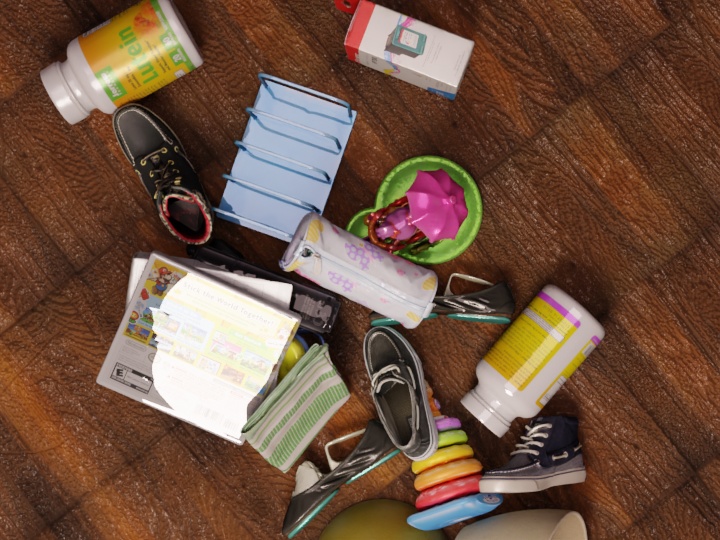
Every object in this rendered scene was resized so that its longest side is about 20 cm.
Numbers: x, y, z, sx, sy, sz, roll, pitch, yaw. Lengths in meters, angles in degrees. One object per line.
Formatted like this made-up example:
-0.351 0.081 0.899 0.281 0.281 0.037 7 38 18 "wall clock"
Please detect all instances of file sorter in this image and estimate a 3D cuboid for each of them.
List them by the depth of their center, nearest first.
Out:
-0.104 -0.146 1.555 0.138 0.123 0.201 19 91 2 "file sorter"

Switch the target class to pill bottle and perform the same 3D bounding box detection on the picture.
0.225 0.123 1.552 0.104 0.104 0.200 41 91 2 "pill bottle"
-0.322 -0.280 1.567 0.200 0.111 0.111 -29 89 1 "pill bottle"

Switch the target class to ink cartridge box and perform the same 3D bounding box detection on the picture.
-0.196 0.072 1.463 0.199 0.057 0.163 8 103 -8 "ink cartridge box"
0.046 -0.300 1.554 0.199 0.116 0.067 21 91 2 "ink cartridge box"

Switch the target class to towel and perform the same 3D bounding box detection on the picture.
-0.077 0.180 1.503 0.023 0.200 0.153 37 77 21 "towel"

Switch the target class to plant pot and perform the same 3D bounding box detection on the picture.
0.030 0.415 1.537 0.199 0.142 0.201 0 90 1 "plant pot"

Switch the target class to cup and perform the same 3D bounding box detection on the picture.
0.196 0.399 1.524 0.143 0.200 0.201 7 90 30 "cup"

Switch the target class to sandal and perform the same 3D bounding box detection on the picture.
-0.096 0.147 1.545 0.079 0.087 0.200 42 134 13 "sandal"

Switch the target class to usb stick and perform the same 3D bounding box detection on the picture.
-0.123 0.025 1.476 0.199 0.033 0.056 21 88 5 "usb stick"

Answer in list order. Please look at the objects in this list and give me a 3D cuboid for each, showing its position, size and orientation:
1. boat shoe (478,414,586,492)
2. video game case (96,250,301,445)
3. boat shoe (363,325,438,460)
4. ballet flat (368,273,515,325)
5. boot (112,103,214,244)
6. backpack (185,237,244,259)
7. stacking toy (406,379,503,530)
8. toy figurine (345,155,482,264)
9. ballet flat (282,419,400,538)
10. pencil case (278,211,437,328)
0.221 0.238 1.527 0.074 0.200 0.093 -10 82 40 "boat shoe"
-0.199 0.096 1.434 0.199 0.023 0.182 25 102 -6 "video game case"
0.049 0.152 1.538 0.072 0.071 0.200 -31 59 12 "boat shoe"
0.109 0.039 1.579 0.199 0.068 0.069 -1 80 -4 "ballet flat"
-0.253 -0.125 1.521 0.073 0.154 0.204 -32 104 -2 "boot"
-0.198 0.078 1.555 0.167 0.127 0.200 40 92 13 "backpack"
0.106 0.236 1.565 0.110 0.116 0.201 -25 70 26 "stacking toy"
0.067 -0.073 1.518 0.199 0.184 0.151 -25 89 2 "toy figurine"
-0.039 0.274 1.576 0.200 0.068 0.068 -37 80 -9 "ballet flat"
0.000 0.000 1.478 0.200 0.091 0.083 26 86 -17 "pencil case"
